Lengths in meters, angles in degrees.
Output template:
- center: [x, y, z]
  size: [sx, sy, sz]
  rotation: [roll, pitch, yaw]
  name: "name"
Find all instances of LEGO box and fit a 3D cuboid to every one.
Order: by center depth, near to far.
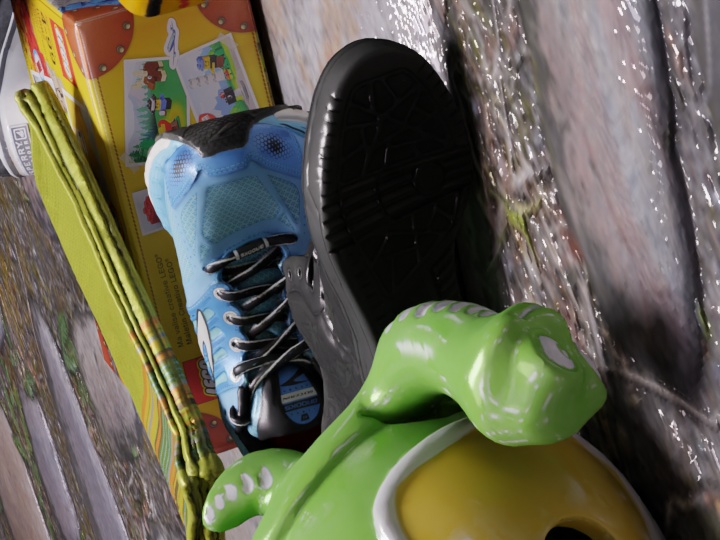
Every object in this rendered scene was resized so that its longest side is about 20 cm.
- center: [-0.084, -0.039, 1.281]
  size: [0.149, 0.077, 0.200]
  rotation: [-140, 35, -65]
  name: "LEGO box"

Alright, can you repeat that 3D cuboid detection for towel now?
- center: [-0.099, 0.023, 1.189]
  size: [0.086, 0.018, 0.200]
  rotation: [95, 153, -57]
  name: "towel"

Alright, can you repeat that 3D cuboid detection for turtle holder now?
- center: [0.042, 0.100, 0.915]
  size: [0.132, 0.141, 0.186]
  rotation: [33, 101, 45]
  name: "turtle holder"

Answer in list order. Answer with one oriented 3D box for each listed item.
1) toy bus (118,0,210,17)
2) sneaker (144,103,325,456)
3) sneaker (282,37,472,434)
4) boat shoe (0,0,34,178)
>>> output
- center: [-0.098, -0.201, 1.132]
  size: [0.065, 0.078, 0.200]
  rotation: [115, 135, -71]
  name: "toy bus"
- center: [-0.028, 0.018, 1.128]
  size: [0.200, 0.078, 0.090]
  rotation: [74, -179, -47]
  name: "sneaker"
- center: [0.003, -0.001, 1.036]
  size: [0.104, 0.060, 0.200]
  rotation: [40, 150, 56]
  name: "sneaker"
- center: [-0.171, -0.109, 1.420]
  size: [0.200, 0.068, 0.072]
  rotation: [-85, -15, -51]
  name: "boat shoe"
